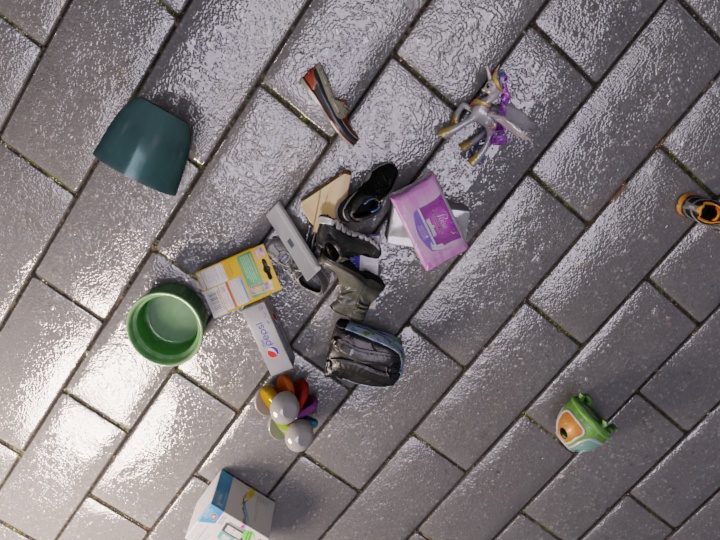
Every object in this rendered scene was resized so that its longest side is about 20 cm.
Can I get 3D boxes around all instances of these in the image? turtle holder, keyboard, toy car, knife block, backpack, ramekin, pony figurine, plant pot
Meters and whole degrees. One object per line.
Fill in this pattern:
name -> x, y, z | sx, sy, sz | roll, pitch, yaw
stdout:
turtle holder -> 0.614, 0.427, 1.662 | 0.132, 0.185, 0.141 | -48, 72, 13
keyboard -> -0.167, -0.073, 1.485 | 0.056, 0.011, 0.203 | -40, 77, 33
toy car -> -0.184, 0.375, 1.624 | 0.149, 0.173, 0.204 | -35, 109, -28
knife block -> -0.067, -0.125, 1.492 | 0.197, 0.064, 0.178 | -31, 107, 9
backpack -> 0.023, 0.224, 1.580 | 0.195, 0.153, 0.168 | 16, 104, 16
ramekin -> -0.493, 0.134, 1.553 | 0.193, 0.098, 0.206 | 0, 109, -1
pony figurine -> 0.306, -0.345, 1.393 | 0.192, 0.167, 0.200 | 41, 119, -5
plant pot -> -0.478, -0.292, 1.368 | 0.197, 0.201, 0.164 | 28, 95, -10

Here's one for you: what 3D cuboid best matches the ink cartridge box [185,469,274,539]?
ink cartridge box -> -0.368, 0.716, 1.723 | 0.198, 0.147, 0.148 | 35, 105, -12

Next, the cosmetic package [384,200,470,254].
cosmetic package -> 0.166, -0.116, 1.491 | 0.193, 0.081, 0.116 | 9, 109, -5

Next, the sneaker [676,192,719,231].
sneaker -> 0.894, -0.136, 1.498 | 0.194, 0.077, 0.081 | 10, 107, -6

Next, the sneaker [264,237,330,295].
sneaker -> -0.157, -0.011, 1.518 | 0.197, 0.082, 0.075 | 35, 105, -12

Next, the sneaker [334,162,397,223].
sneaker -> 0.038, -0.178, 1.416 | 0.200, 0.111, 0.074 | -44, 115, -16

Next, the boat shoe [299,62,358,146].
boat shoe -> -0.061, -0.385, 1.405 | 0.062, 0.071, 0.202 | -35, 101, 8

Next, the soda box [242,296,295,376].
soda box -> -0.241, 0.170, 1.587 | 0.066, 0.064, 0.205 | -20, 108, 6

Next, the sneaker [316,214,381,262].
sneaker -> -0.033, -0.055, 1.445 | 0.197, 0.066, 0.093 | 27, 76, -36

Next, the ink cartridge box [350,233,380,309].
ink cartridge box -> 0.000, 0.000, 1.550 | 0.091, 0.037, 0.206 | 3, 111, -1

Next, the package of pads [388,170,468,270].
package of pads -> 0.160, -0.117, 1.408 | 0.118, 0.076, 0.204 | -27, 103, 7

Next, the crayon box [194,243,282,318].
crayon box -> -0.307, 0.023, 1.535 | 0.195, 0.052, 0.129 | -22, 98, 7

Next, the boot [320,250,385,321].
boot -> -0.041, 0.048, 1.501 | 0.197, 0.068, 0.132 | 29, 106, -24
